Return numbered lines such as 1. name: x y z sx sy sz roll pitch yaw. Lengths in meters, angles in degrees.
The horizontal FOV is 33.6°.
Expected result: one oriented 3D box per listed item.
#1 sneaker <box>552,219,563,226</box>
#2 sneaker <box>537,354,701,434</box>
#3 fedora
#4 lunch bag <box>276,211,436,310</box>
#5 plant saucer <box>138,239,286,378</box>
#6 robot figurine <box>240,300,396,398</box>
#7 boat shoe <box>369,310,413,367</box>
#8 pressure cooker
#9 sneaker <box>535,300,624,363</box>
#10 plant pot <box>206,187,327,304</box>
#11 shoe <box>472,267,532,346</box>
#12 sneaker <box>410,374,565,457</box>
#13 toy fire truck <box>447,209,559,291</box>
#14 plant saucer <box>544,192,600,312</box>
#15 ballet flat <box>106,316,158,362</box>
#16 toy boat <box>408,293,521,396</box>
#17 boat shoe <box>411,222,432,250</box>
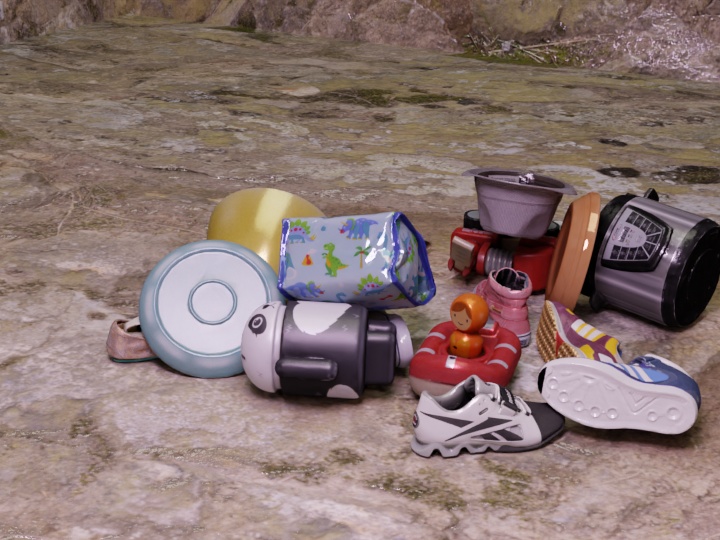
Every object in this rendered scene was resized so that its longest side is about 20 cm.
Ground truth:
1. sneaker: 0.287 -0.044 2.017 0.200 0.074 0.079 10 32 35
2. sneaker: 0.326 0.145 1.503 0.200 0.081 0.146 12 13 11
3. fedora: 0.235 -0.099 1.812 0.177 0.090 0.200 10 12 7
4. lunch bag: 0.000 0.000 1.617 0.170 0.128 0.200 -2 -21 18
5. plant saucer: -0.200 0.046 1.615 0.200 0.200 0.027 -1 -21 -6
6. robot figurine: -0.054 0.100 1.540 0.200 0.125 0.150 3 -22 3
7. boat shoe: 0.017 0.093 1.655 0.067 0.074 0.200 -11 12 -12
8. pressure cooker: 0.426 -0.019 1.807 0.200 0.179 0.176 24 36 36
9. sneaker: 0.306 0.107 1.639 0.090 0.075 0.200 6 27 -12
10. plant pot: -0.141 0.001 1.738 0.200 0.200 0.142 5 45 8
11. shoe: 0.213 0.033 1.774 0.071 0.091 0.200 -1 21 -6
12. sneaker: 0.160 0.169 1.440 0.200 0.089 0.074 -5 21 -20
13. toy fire truck: 0.215 -0.024 1.879 0.176 0.129 0.200 11 28 20
14. plant saucer: 0.310 -0.022 1.769 0.037 0.200 0.200 15 23 2
15. ballet flat: -0.248 0.086 1.641 0.200 0.067 0.068 -5 23 -16
16. toy boat: 0.139 0.093 1.566 0.130 0.131 0.200 8 22 16
17. boat shoe: 0.048 -0.037 1.979 0.076 0.072 0.200 30 33 30
